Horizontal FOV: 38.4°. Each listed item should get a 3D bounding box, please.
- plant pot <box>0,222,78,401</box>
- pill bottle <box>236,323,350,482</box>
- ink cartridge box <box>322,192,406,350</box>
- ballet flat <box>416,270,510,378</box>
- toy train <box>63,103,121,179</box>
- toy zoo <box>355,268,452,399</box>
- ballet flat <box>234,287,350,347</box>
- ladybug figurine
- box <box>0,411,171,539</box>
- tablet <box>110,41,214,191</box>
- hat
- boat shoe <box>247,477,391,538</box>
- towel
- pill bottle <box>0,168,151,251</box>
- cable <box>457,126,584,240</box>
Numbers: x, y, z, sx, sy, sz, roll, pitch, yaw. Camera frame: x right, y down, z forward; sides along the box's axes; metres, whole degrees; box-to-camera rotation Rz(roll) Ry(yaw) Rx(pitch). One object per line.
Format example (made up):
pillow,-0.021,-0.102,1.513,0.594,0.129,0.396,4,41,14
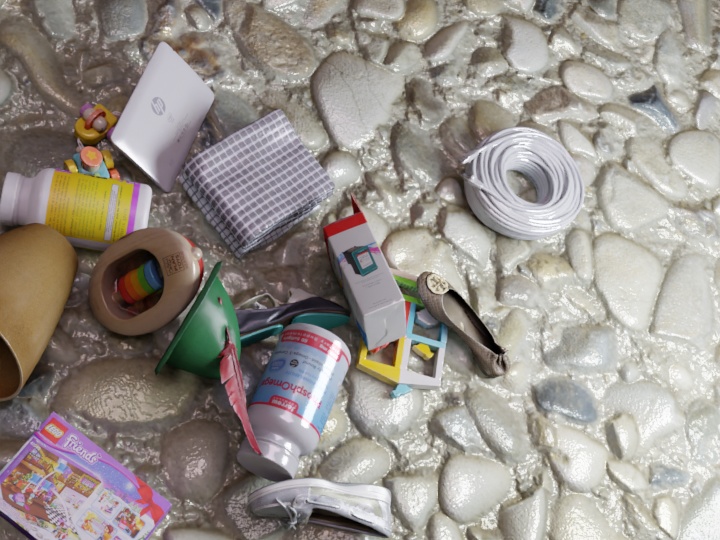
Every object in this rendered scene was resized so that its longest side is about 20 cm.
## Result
plant pot,-0.461,0.035,1.350,0.185,0.187,0.201,32,46,0
pill bottle,-0.094,0.182,1.418,0.108,0.109,0.201,25,60,-4
ink cartridge box,0.000,0.000,1.517,0.067,0.117,0.201,-21,61,-7
ballet flat,0.160,0.078,1.566,0.201,0.046,0.067,52,52,-1
toy train,-0.359,-0.191,1.548,0.149,0.056,0.202,17,61,-9
toy zoo,0.067,0.098,1.561,0.130,0.020,0.202,17,61,-9
ballet flat,-0.112,0.061,1.497,0.198,0.073,0.074,-12,69,-20
ladybug figurine,-0.285,0.013,1.412,0.072,0.199,0.137,-9,79,-61
box,-0.360,0.296,1.317,0.199,0.039,0.137,37,60,3
tablet,-0.297,-0.234,1.571,0.130,0.014,0.201,45,51,-38
hat,-0.168,0.116,1.405,0.175,0.166,0.201,31,78,-7
boat shoe,-0.052,0.321,1.385,0.200,0.075,0.065,9,58,-21
towel,-0.152,-0.137,1.570,0.199,0.086,0.166,-36,80,-29
pill bottle,-0.399,-0.085,1.454,0.198,0.104,0.105,9,62,-14
cable,0.270,-0.143,1.717,0.200,0.069,0.200,-39,82,-30
